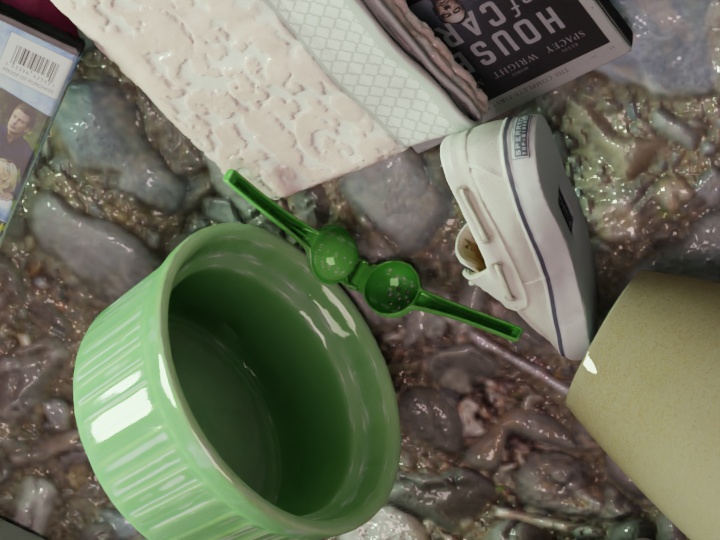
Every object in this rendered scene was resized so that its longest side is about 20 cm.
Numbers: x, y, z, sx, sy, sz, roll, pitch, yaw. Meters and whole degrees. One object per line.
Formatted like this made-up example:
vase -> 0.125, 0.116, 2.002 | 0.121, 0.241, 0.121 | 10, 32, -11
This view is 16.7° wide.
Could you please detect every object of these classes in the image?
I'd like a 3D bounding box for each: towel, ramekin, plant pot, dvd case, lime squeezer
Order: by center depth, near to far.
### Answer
dvd case -> 0.039, -0.165, 1.373 | 0.150, 0.025, 0.200 | -25, 125, 26
towel -> -0.054, -0.126, 1.392 | 0.191, 0.032, 0.200 | -17, 129, 40
plant pot -> 0.228, 0.087, 1.427 | 0.200, 0.187, 0.188 | 31, 123, 11
dvd case -> -0.263, -0.078, 1.450 | 0.142, 0.018, 0.200 | 25, 113, -3
ramekin -> -0.078, 0.081, 1.476 | 0.098, 0.200, 0.200 | -30, 109, 34
lime squeezer -> 0.000, 0.000, 1.481 | 0.200, 0.071, 0.038 | 30, 92, -4

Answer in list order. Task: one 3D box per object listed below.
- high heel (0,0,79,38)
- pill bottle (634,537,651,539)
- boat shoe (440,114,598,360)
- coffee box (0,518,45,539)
high heel -> -0.264, -0.122, 1.476 | 0.200, 0.067, 0.096 | -34, 97, 14
pill bottle -> 0.116, 0.247, 1.572 | 0.200, 0.109, 0.109 | -32, 108, 27
boat shoe -> 0.091, -0.015, 1.423 | 0.070, 0.071, 0.200 | -5, 145, 16
coffee box -> -0.290, 0.296, 1.645 | 0.197, 0.200, 0.200 | 26, 122, -3
